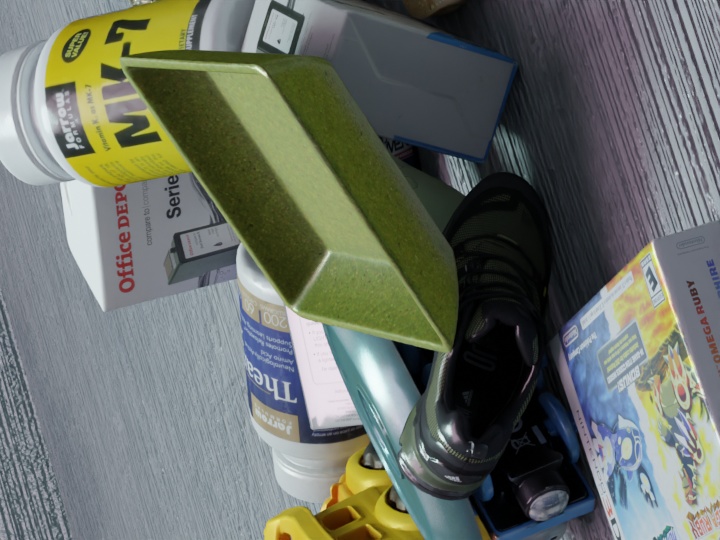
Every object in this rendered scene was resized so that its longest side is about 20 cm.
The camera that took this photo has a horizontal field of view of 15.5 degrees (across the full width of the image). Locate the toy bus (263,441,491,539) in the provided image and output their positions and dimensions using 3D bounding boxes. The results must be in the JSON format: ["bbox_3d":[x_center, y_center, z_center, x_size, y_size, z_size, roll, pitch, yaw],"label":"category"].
[{"bbox_3d":[-0.004,0.208,1.817,0.200,0.191,0.136,-142,38,-67],"label":"toy bus"}]

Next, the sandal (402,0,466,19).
[{"bbox_3d":[0.037,-0.188,1.544,0.212,0.069,0.078,139,115,-72],"label":"sandal"}]

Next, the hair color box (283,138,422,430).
[{"bbox_3d":[0.000,0.000,1.769,0.100,0.060,0.201,-7,100,29],"label":"hair color box"}]

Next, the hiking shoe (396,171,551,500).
[{"bbox_3d":[0.081,0.029,1.508,0.101,0.075,0.201,140,145,-62],"label":"hiking shoe"}]

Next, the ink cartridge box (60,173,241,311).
[{"bbox_3d":[-0.111,-0.069,1.913,0.084,0.199,0.146,-123,24,-47],"label":"ink cartridge box"}]

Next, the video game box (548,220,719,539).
[{"bbox_3d":[0.170,0.091,1.388,0.200,0.047,0.183,124,127,-70],"label":"video game box"}]

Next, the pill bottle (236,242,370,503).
[{"bbox_3d":[-0.029,0.066,1.916,0.111,0.111,0.201,-126,27,-52],"label":"pill bottle"}]

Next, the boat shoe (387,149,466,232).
[{"bbox_3d":[0.018,-0.029,1.633,0.200,0.071,0.063,36,120,18],"label":"boat shoe"}]

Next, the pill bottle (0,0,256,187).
[{"bbox_3d":[-0.141,-0.116,1.737,0.199,0.114,0.115,-9,97,32],"label":"pill bottle"}]

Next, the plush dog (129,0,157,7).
[{"bbox_3d":[-0.112,-0.265,1.924,0.172,0.161,0.200,20,153,54],"label":"plush dog"}]

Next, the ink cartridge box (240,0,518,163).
[{"bbox_3d":[0.000,-0.128,1.613,0.200,0.116,0.068,36,110,66],"label":"ink cartridge box"}]

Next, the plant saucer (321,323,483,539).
[{"bbox_3d":[0.022,0.095,1.630,0.200,0.027,0.201,155,90,-85],"label":"plant saucer"}]

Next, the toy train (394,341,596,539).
[{"bbox_3d":[0.077,0.090,1.640,0.114,0.086,0.200,81,164,-51],"label":"toy train"}]

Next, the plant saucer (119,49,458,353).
[{"bbox_3d":[-0.031,-0.054,1.508,0.200,0.048,0.200,56,160,-21],"label":"plant saucer"}]
